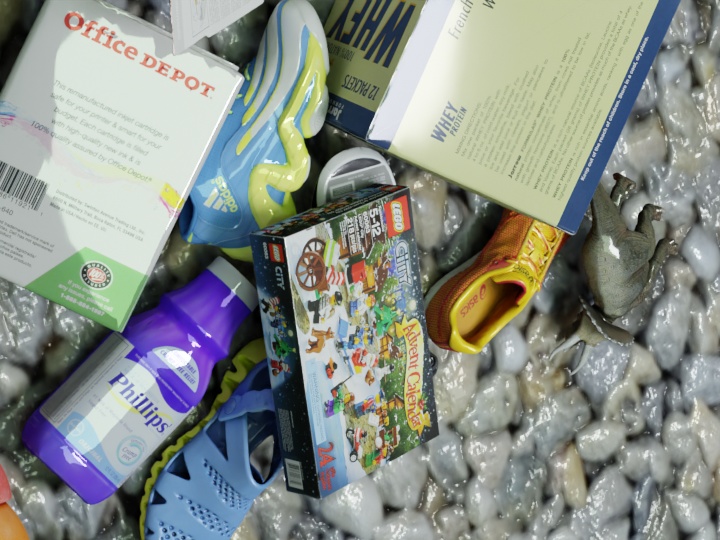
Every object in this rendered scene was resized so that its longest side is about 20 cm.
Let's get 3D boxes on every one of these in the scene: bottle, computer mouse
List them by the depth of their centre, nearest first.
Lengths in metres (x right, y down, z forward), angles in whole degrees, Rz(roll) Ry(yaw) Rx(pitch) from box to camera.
[{"bbox_3d":[-0.156,0.077,1.546,0.200,0.065,0.084,-46,118,-8],"label":"bottle"},{"bbox_3d":[0.000,0.000,1.613,0.109,0.044,0.201,-15,109,-26],"label":"computer mouse"}]

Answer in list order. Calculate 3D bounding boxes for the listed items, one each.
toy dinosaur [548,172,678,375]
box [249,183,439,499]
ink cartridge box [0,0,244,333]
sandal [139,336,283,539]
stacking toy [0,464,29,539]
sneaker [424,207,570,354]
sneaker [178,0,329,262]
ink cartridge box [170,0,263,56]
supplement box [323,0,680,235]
[{"bbox_3d":[0.205,-0.010,1.665,0.200,0.077,0.102,89,21,-49],"label":"toy dinosaur"},{"bbox_3d":[-0.009,0.050,1.547,0.136,0.038,0.201,-24,113,-43],"label":"box"},{"bbox_3d":[-0.189,-0.081,1.454,0.144,0.084,0.201,26,93,-11],"label":"ink cartridge box"},{"bbox_3d":[-0.097,0.147,1.585,0.079,0.087,0.200,28,92,-32],"label":"sandal"},{"bbox_3d":[-0.301,0.133,1.475,0.146,0.146,0.201,-3,88,-26],"label":"stacking toy"},{"bbox_3d":[0.131,-0.013,1.659,0.073,0.077,0.200,38,84,-28],"label":"sneaker"},{"bbox_3d":[-0.087,-0.101,1.525,0.105,0.076,0.201,1,104,-26],"label":"sneaker"},{"bbox_3d":[-0.117,-0.241,1.412,0.050,0.200,0.162,2,108,16],"label":"ink cartridge box"},{"bbox_3d":[0.092,-0.163,1.562,0.199,0.134,0.201,22,94,-30],"label":"supplement box"}]
